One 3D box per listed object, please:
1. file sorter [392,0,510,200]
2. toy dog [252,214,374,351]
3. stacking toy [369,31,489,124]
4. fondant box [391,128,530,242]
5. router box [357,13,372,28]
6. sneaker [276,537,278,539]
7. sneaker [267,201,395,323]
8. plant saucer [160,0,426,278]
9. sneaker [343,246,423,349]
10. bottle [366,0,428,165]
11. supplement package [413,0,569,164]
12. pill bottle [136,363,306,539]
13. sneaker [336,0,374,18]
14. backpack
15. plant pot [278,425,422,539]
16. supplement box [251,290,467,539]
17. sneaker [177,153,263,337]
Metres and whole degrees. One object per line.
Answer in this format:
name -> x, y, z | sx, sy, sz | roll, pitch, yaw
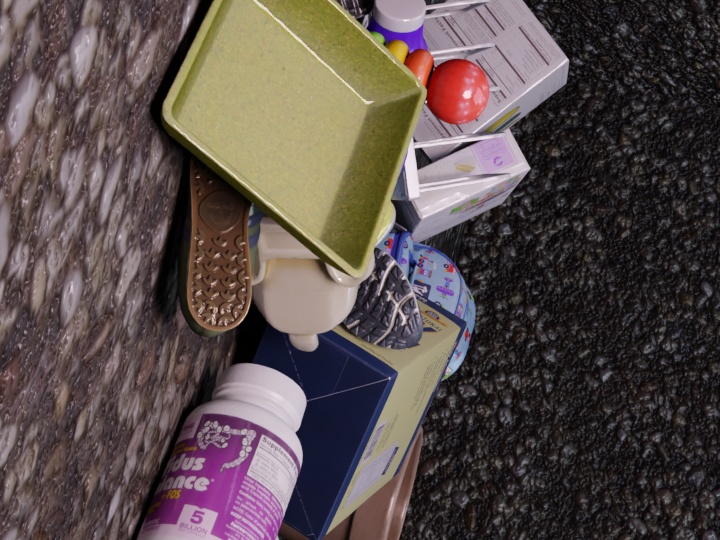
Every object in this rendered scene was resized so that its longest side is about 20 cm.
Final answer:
file sorter -> 0.080, -0.183, 1.584 | 0.139, 0.124, 0.201 | -162, -116, -79
toy dog -> -0.033, -0.048, 1.310 | 0.200, 0.139, 0.195 | -78, 156, -52
stacking toy -> 0.011, -0.169, 1.229 | 0.085, 0.199, 0.086 | 13, 90, -82
fondant box -> 0.113, -0.096, 1.784 | 0.058, 0.144, 0.200 | 64, -8, 5
router box -> -0.022, -0.193, 1.490 | 0.200, 0.051, 0.150 | 95, 10, -49
sneaker -> -0.130, 0.229, 1.408 | 0.076, 0.080, 0.201 | -23, 111, -48
sneaker -> -0.051, -0.030, 1.563 | 0.200, 0.076, 0.105 | -51, 118, -27
plant saucer -> -0.055, -0.119, 1.099 | 0.048, 0.200, 0.201 | -21, -141, 43
sneaker -> 0.000, 0.000, 1.421 | 0.078, 0.200, 0.086 | -50, 152, 12
bottle -> 0.023, -0.169, 1.370 | 0.200, 0.065, 0.084 | 101, 7, -47
supplement package -> 0.130, -0.237, 1.799 | 0.200, 0.151, 0.152 | -38, 173, 3
pill bottle -> -0.114, 0.183, 1.271 | 0.113, 0.112, 0.201 | 93, 13, -53
sneaker -> -0.014, -0.269, 1.362 | 0.200, 0.090, 0.067 | -32, 111, -47
backpack -> 0.037, 0.039, 1.758 | 0.135, 0.199, 0.183 | 90, 17, -59
plant pot -> -0.035, 0.256, 1.710 | 0.200, 0.174, 0.201 | 13, 90, -82
supplement box -> -0.019, 0.126, 1.480 | 0.200, 0.134, 0.201 | -28, 145, -62
sneaker -> -0.109, -0.044, 1.144 | 0.090, 0.067, 0.201 | 139, -41, -71
